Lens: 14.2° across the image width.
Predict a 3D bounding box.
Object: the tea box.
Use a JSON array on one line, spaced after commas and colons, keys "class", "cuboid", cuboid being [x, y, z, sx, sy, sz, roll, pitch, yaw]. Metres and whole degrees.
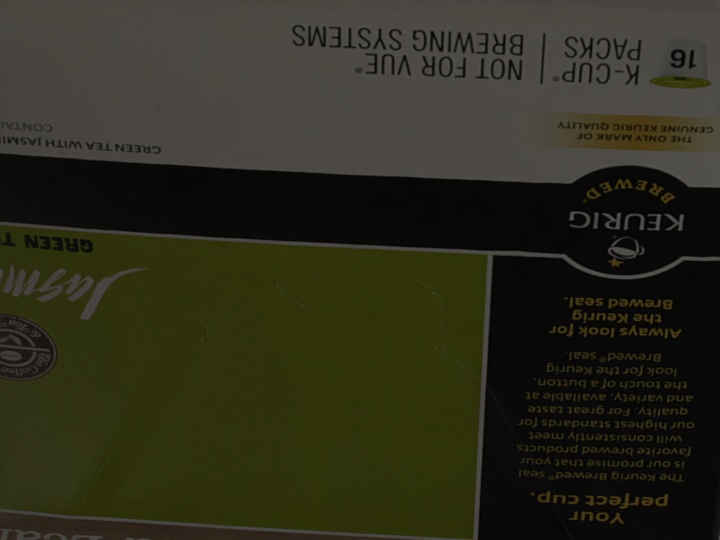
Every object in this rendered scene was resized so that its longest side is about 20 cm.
[{"class": "tea box", "cuboid": [-0.004, -0.032, 0.699, 0.134, 0.199, 0.197, -84, 177, -45]}]
